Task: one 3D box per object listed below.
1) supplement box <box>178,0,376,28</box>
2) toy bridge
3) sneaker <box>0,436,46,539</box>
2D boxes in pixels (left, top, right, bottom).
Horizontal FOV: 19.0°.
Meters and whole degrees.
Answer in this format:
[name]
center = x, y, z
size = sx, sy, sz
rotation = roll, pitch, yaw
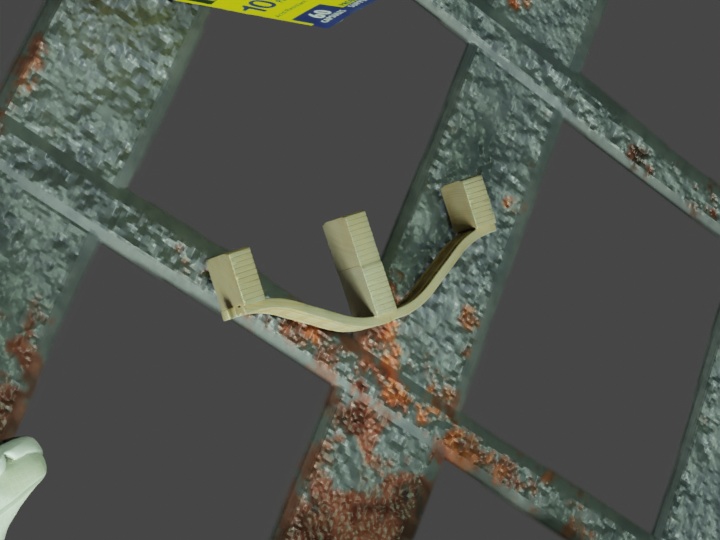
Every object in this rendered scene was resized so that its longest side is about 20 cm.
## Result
[supplement box]
center = -0.072, -0.215, 1.202
size = 0.200, 0.109, 0.110
rotation = 6, 76, -33
[toy bridge]
center = 0.000, 0.000, 1.252
size = 0.200, 0.027, 0.067
rotation = -19, 91, -36
[sneaker]
center = -0.215, 0.164, 1.036
size = 0.081, 0.075, 0.200
rotation = 45, 65, -11
